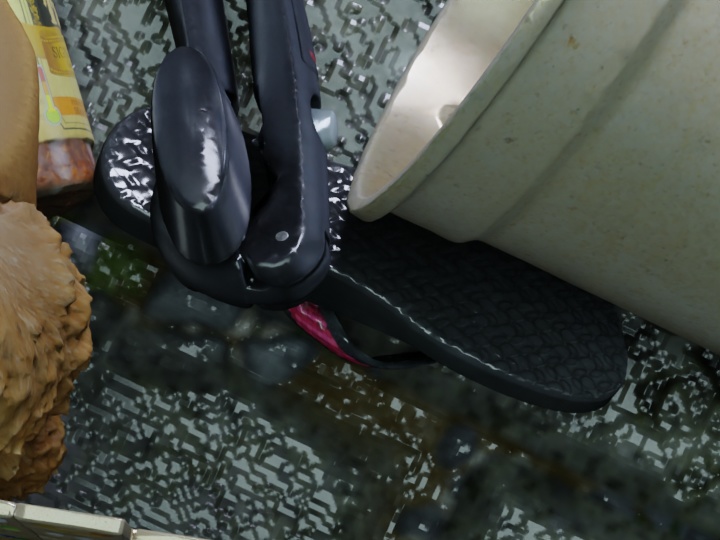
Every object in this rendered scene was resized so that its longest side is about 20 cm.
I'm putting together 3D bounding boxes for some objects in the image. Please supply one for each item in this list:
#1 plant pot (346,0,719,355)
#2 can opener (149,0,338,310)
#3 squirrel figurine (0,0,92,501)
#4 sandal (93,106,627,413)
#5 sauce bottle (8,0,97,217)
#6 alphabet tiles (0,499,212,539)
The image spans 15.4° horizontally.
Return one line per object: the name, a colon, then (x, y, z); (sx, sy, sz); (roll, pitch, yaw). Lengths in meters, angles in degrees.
plant pot: (0.126, -0.054, 0.891); (0.183, 0.200, 0.201); (33, 84, -8)
can opener: (-0.039, -0.067, 0.912); (0.063, 0.079, 0.201); (1, 45, -3)
squirrel figurine: (-0.182, 0.007, 0.871); (0.200, 0.141, 0.186); (52, 130, -1)
sandal: (0.000, 0.000, 0.942); (0.199, 0.045, 0.075); (22, 46, 1)
sauce bottle: (-0.147, -0.114, 0.948); (0.066, 0.066, 0.201); (-16, 85, -2)
alphabet tiles: (-0.136, 0.081, 0.873); (0.199, 0.166, 0.006); (8, 79, 1)
